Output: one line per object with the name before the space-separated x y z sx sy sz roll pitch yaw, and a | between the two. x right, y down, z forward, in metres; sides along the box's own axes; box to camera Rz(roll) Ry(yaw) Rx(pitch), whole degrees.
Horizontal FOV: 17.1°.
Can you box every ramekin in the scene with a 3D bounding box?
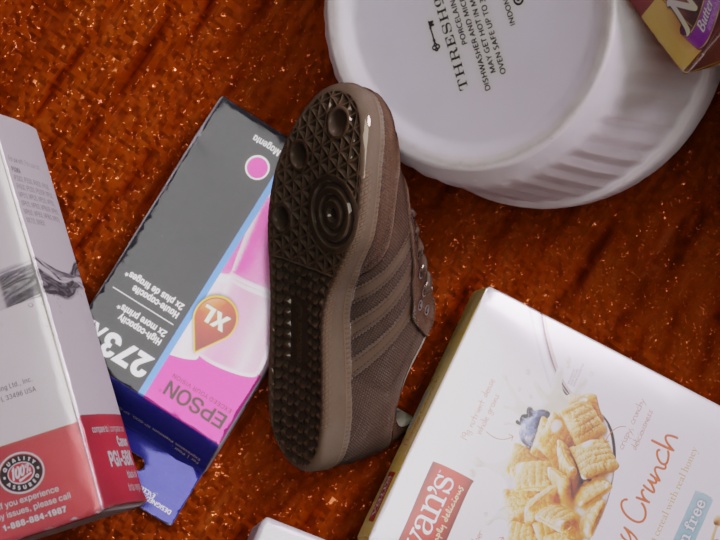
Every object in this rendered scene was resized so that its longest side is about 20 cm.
ramekin | 0.073 -0.128 1.170 0.201 0.094 0.204 2 95 29

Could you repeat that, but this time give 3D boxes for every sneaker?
sneaker | 0.000 0.000 1.183 0.075 0.070 0.201 -11 120 -38

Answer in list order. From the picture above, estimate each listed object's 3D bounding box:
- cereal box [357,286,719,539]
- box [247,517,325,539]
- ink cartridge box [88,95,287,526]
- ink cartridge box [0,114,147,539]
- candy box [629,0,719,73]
cereal box | 0.116 0.116 1.210 0.199 0.040 0.145 26 82 -8
box | -0.017 0.241 1.157 0.151 0.106 0.201 22 81 -2
ink cartridge box | -0.083 0.020 1.218 0.094 0.037 0.201 31 83 0
ink cartridge box | -0.205 0.040 1.164 0.146 0.083 0.201 -17 84 10
candy box | 0.226 -0.162 1.106 0.199 0.117 0.057 -17 65 -41
